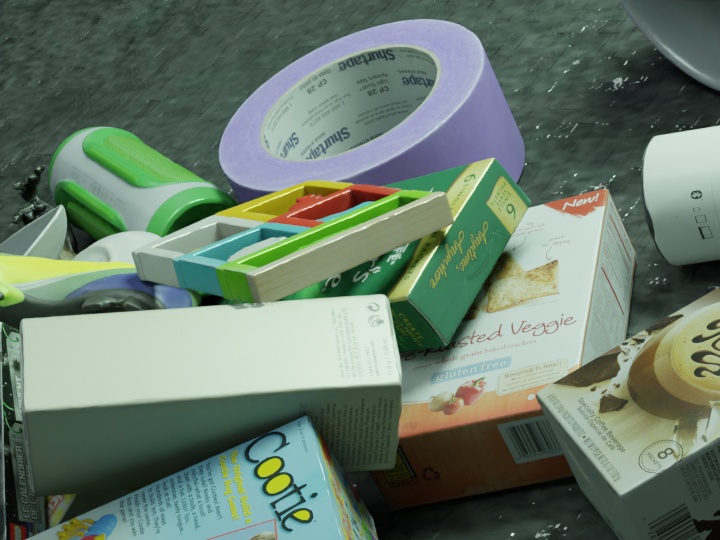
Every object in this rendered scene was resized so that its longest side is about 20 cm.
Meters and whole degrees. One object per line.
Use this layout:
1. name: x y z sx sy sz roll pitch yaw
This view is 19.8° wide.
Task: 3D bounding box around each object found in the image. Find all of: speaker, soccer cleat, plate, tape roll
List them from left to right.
1. plate: -0.280 0.056 1.417 0.200 0.032 0.200 -57 16 -25
2. soccer cleat: -0.195 0.020 1.304 0.200 0.065 0.084 10 18 20
3. speaker: -0.157 -0.045 1.498 0.088 0.088 0.200 -36 33 -15
4. tape roll: 0.008 -0.085 1.437 0.200 0.085 0.200 -19 33 12
5. speaker: 0.270 -0.054 1.198 0.200 0.081 0.081 -9 35 28

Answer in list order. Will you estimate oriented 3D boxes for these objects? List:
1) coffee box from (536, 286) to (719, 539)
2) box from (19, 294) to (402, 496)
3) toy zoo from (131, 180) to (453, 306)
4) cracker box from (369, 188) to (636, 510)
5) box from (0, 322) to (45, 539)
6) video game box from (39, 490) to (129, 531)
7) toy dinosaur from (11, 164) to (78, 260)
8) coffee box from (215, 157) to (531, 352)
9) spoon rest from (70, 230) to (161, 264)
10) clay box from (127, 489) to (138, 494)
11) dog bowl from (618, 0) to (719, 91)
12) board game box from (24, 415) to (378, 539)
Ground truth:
1. coffee box: 0.209 0.066 1.066 0.200 0.080 0.113 -30 31 -5
2. box: -0.080 0.067 1.110 0.200 0.082 0.068 -3 48 -7
3. toy zoo: -0.051 -0.020 1.223 0.131 0.020 0.200 -23 16 -25
4. cracker box: 0.084 0.043 1.214 0.134 0.058 0.200 -14 33 23
5. box: -0.271 0.124 1.182 0.200 0.040 0.137 -20 62 24
6. video game box: -0.238 0.139 1.208 0.182 0.047 0.200 33 90 39
7. toy dinosaur: -0.228 -0.022 1.514 0.047 0.088 0.200 -29 31 -15
8. coffee box: 0.000 0.000 1.256 0.200 0.044 0.123 -10 37 49
9. spoon rest: -0.197 0.055 1.379 0.200 0.061 0.099 -49 36 -7
10. clay box: -0.153 0.108 1.257 0.200 0.048 0.115 -6 33 31
11. dog bowl: 0.241 -0.215 1.344 0.079 0.200 0.200 -36 32 -20
12. board game box: -0.090 0.180 1.084 0.200 0.103 0.105 -24 44 6
